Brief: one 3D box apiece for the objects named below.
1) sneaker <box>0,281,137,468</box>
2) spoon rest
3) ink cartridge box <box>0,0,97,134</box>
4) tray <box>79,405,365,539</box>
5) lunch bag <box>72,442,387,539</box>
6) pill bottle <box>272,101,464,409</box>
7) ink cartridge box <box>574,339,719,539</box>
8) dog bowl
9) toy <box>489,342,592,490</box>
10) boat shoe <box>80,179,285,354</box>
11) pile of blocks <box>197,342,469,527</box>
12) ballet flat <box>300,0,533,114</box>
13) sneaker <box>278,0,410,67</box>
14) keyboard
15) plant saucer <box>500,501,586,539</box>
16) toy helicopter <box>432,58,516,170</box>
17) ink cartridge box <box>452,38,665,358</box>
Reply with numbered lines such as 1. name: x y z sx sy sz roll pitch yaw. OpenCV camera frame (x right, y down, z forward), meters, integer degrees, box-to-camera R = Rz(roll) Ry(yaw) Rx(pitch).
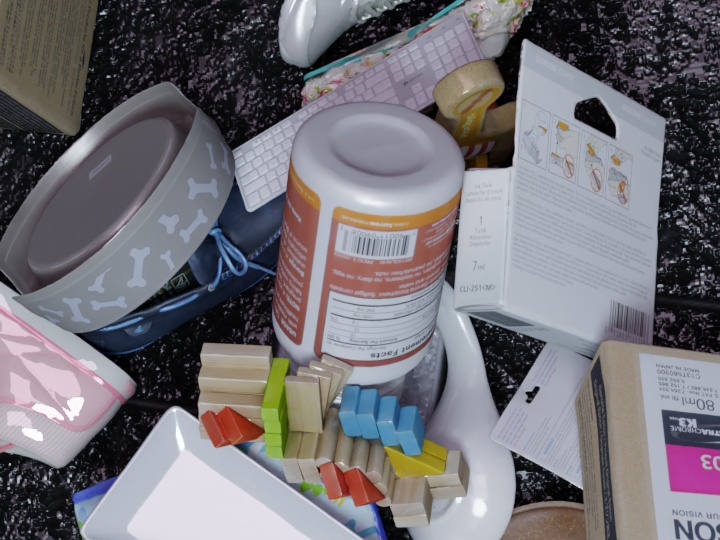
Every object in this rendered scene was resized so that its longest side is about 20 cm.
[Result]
1. sneaker: -0.270 0.067 1.372 0.199 0.075 0.105 35 81 11
2. spoon rest: 0.063 0.103 1.307 0.099 0.060 0.202 -20 71 40
3. ink cartridge box: -0.255 -0.217 1.373 0.074 0.165 0.202 4 79 14
4. tray: -0.073 0.187 1.220 0.199 0.022 0.108 35 77 8
5. lunch bag: -0.074 0.203 1.284 0.198 0.127 0.172 -22 75 15
6. pill bottle: 0.000 0.000 1.231 0.111 0.201 0.113 6 38 -5
7. ink cartridge box: 0.245 0.140 1.204 0.198 0.075 0.166 7 48 -9
8. dog bowl: -0.170 -0.041 1.330 0.200 0.200 0.059 -45 117 -1
9. toy: 0.191 0.138 1.277 0.199 0.047 0.115 26 41 12
10. boat shoe: -0.117 -0.005 1.362 0.200 0.069 0.084 -43 75 -1
11. pile of blocks: -0.018 0.110 1.209 0.198 0.082 0.062 21 42 -9
12. ballet flat: 0.051 -0.150 1.366 0.199 0.076 0.064 -26 85 14
13. sneaker: 0.019 -0.223 1.380 0.099 0.078 0.201 36 88 11
14. keyboard: -0.004 -0.111 1.323 0.199 0.011 0.057 -30 49 13
15. plant saucer: 0.135 0.258 1.263 0.199 0.037 0.203 -6 78 26
16. toy helicopter: 0.055 -0.090 1.280 0.131 0.200 0.079 -20 74 -10
17. ink cartridge box: 0.137 -0.041 1.260 0.043 0.199 0.175 -4 76 36
